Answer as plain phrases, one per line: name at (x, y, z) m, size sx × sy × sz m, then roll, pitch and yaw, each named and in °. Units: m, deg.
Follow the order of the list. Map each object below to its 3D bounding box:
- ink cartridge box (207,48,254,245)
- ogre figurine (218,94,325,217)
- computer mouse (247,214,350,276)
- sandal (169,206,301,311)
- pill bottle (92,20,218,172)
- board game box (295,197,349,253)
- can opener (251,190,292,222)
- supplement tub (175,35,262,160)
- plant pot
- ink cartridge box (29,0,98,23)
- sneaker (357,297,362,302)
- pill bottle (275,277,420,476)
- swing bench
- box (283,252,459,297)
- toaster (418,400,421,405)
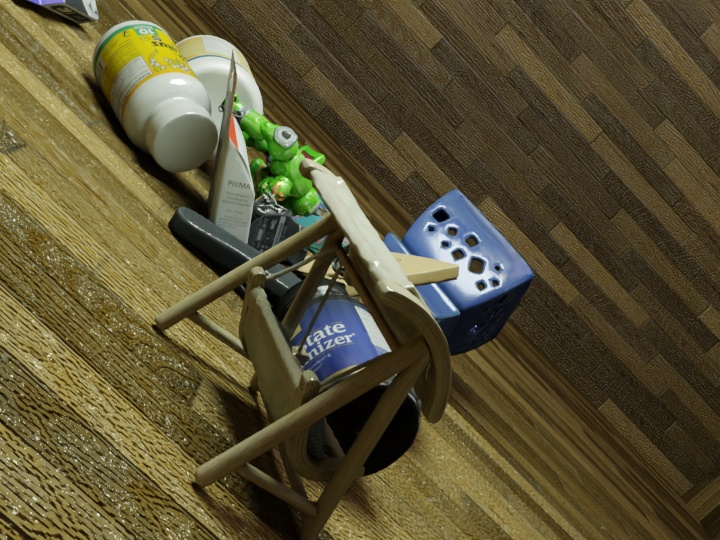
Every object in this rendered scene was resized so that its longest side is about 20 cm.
ink cartridge box at (-0.146, -0.143, 1.081) m, size 0.056 × 0.203 × 0.163 m, roll 11°, pitch 21°, yaw -15°
ogre figurine at (-0.117, -0.144, 1.239) m, size 0.119 × 0.203 × 0.098 m, roll 20°, pitch 36°, yaw 37°
computer mouse at (-0.053, -0.025, 1.066) m, size 0.197 × 0.059 × 0.034 m, roll 13°, pitch -13°, yaw 29°
sandal at (-0.130, 0.000, 1.019) m, size 0.199 × 0.043 × 0.076 m, roll 34°, pitch 10°, yaw -9°
pill bottle at (-0.252, -0.214, 1.125) m, size 0.112 × 0.113 × 0.201 m, roll 34°, pitch 16°, yaw -51°
board game box at (-0.072, -0.081, 1.562) m, size 0.152 × 0.045 × 0.201 m, roll 38°, pitch 13°, yaw -45°
can opener at (-0.125, -0.061, 1.216) m, size 0.063 × 0.079 × 0.200 m, roll 36°, pitch 2°, yaw -1°
supplement tub at (-0.225, -0.260, 1.332) m, size 0.144 × 0.145 × 0.201 m, roll 41°, pitch 11°, yaw -28°
plant pot at (0.124, 0.026, 1.440) m, size 0.201 × 0.178 × 0.201 m, roll 51°, pitch -31°, yaw 21°
ink cartridge box at (-0.423, -0.453, 1.234) m, size 0.200 × 0.043 × 0.202 m, roll -73°, pitch 153°, yaw -83°
sneaker at (0.020, 0.060, 1.364) m, size 0.201 × 0.075 × 0.088 m, roll 56°, pitch 0°, yaw 14°
pill bottle at (-0.023, 0.094, 0.876) m, size 0.112 × 0.112 × 0.201 m, roll 40°, pitch 11°, yaw -33°
swing bench at (-0.037, 0.055, 0.705) m, size 0.129 × 0.200 × 0.200 m, roll 39°, pitch 12°, yaw -36°
box at (0.000, 0.000, 1.134) m, size 0.198 × 0.022 × 0.162 m, roll -9°, pitch 15°, yaw -43°
toaster at (0.035, 0.099, 1.100) m, size 0.129 × 0.113 × 0.200 m, roll 48°, pitch 8°, yaw -4°
